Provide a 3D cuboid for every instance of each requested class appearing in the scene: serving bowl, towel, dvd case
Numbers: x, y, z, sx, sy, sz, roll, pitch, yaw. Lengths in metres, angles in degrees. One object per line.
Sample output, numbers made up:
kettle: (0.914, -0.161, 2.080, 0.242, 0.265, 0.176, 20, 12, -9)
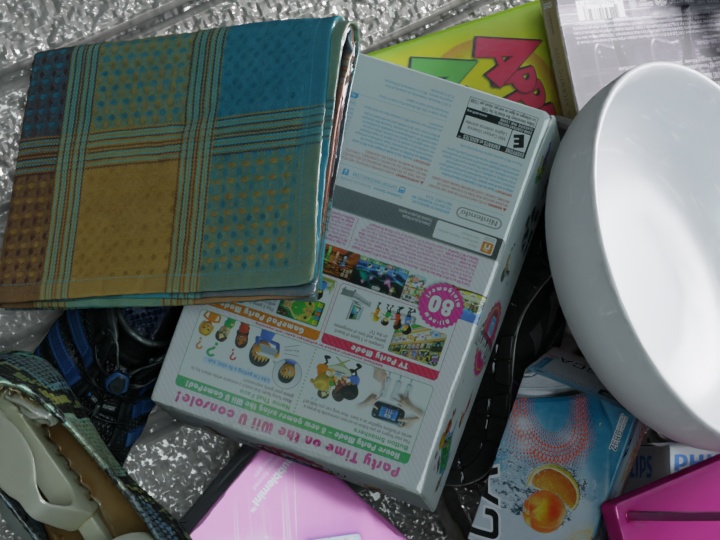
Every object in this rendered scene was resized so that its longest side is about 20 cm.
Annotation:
serving bowl: (0.155, 0.000, 1.281, 0.199, 0.066, 0.201, 25, 54, -40)
towel: (-0.093, -0.051, 1.273, 0.022, 0.199, 0.148, 31, 62, -52)
dvd case: (0.171, -0.057, 1.390, 0.148, 0.016, 0.202, -10, 87, -42)

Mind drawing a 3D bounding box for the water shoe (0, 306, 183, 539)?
water shoe: (-0.132, 0.045, 1.305, 0.071, 0.079, 0.201, 25, 81, -11)

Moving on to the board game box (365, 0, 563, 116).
board game box: (0.029, -0.071, 1.370, 0.199, 0.048, 0.102, -19, 90, -15)

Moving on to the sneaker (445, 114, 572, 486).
sneaker: (0.077, 0.014, 1.354, 0.075, 0.087, 0.201, 21, 95, 21)

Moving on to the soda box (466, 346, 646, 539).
soda box: (0.089, 0.146, 1.317, 0.063, 0.068, 0.201, 21, 104, 13)

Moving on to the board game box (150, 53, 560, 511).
board game box: (0.000, 0.000, 1.276, 0.147, 0.064, 0.201, 19, 80, 12)

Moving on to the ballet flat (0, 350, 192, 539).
ballet flat: (-0.136, 0.127, 1.245, 0.074, 0.074, 0.200, -39, 78, -13)

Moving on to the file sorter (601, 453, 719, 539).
file sorter: (0.233, 0.189, 1.257, 0.138, 0.125, 0.201, -19, 96, -31)

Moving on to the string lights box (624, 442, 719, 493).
string lights box: (0.175, 0.193, 1.360, 0.058, 0.103, 0.202, 0, 86, -13)

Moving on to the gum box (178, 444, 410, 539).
gum box: (-0.068, 0.192, 1.316, 0.113, 0.066, 0.200, 42, 78, -7)
